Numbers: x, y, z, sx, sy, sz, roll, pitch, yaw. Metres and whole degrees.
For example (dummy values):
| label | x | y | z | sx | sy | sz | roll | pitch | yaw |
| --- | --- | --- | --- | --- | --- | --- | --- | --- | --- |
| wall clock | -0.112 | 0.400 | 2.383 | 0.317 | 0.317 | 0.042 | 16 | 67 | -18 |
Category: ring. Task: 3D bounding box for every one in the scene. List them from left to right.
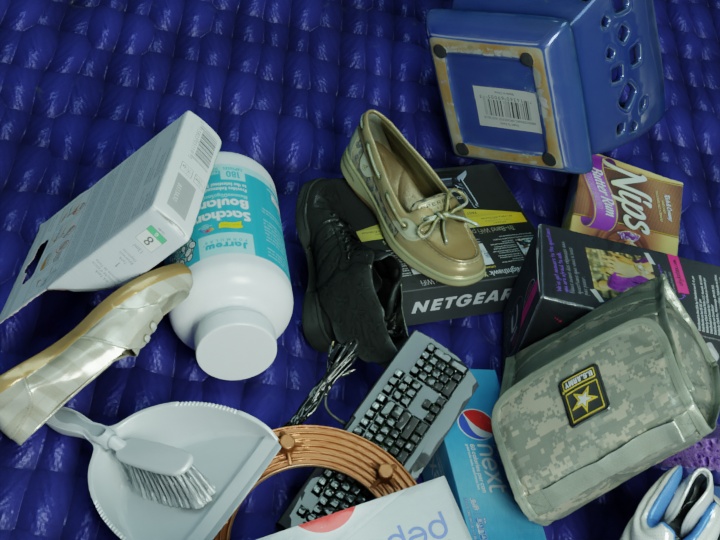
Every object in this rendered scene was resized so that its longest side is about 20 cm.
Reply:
| label | x | y | z | sx | sy | sz | roll | pitch | yaw |
| --- | --- | --- | --- | --- | --- | --- | --- | --- | --- |
| ring | -0.036 | 0.208 | 1.096 | 0.197 | 0.019 | 0.203 | 3 | 60 | -6 |

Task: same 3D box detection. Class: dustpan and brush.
| label | x | y | z | sx | sy | sz | roll | pitch | yaw |
| --- | --- | --- | --- | --- | --- | --- | --- | --- | --- |
| dustpan and brush | -0.178 | 0.144 | 1.118 | 0.198 | 0.058 | 0.140 | 9 | 48 | 39 |

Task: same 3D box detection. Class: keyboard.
| label | x | y | z | sx | sy | sz | roll | pitch | yaw |
| --- | --- | --- | --- | --- | --- | --- | --- | --- | --- |
| keyboard | -0.003 | 0.130 | 1.168 | 0.126 | 0.021 | 0.201 | 30 | 68 | 18 |

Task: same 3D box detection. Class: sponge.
| label | x | y | z | sx | sy | sz | roll | pitch | yaw |
| --- | --- | --- | --- | --- | --- | --- | --- | --- | --- |
| sponge | 0.303 | 0.149 | 1.206 | 0.110 | 0.200 | 0.030 | -1 | 87 | -21 |

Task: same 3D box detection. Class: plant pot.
| label | x | y | z | sx | sy | sz | roll | pitch | yaw |
| --- | --- | --- | --- | --- | --- | --- | --- | --- | --- |
| plant pot | 0.187 | -0.216 | 1.500 | 0.198 | 0.202 | 0.180 | 12 | 41 | 36 |

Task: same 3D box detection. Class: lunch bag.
| label | x | y | z | sx | sy | sz | roll | pitch | yaw |
| --- | --- | --- | --- | --- | --- | --- | --- | --- | --- |
| lunch bag | 0.199 | 0.108 | 1.156 | 0.118 | 0.163 | 0.200 | 56 | 19 | -10 |

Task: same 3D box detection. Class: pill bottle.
| label | x | y | z | sx | sy | sz | roll | pitch | yaw |
| --- | --- | --- | --- | --- | --- | --- | --- | --- | --- |
| pill bottle | -0.118 | -0.002 | 1.261 | 0.109 | 0.112 | 0.202 | 3 | 44 | -16 |

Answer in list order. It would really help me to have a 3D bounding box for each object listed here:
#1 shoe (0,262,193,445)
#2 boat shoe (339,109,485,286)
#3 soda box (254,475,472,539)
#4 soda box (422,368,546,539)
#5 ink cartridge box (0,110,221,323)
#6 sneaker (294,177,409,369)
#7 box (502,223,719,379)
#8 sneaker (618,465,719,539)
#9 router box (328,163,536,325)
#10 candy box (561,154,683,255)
| label | x | y | z | sx | sy | sz | roll | pitch | yaw |
| --- | --- | --- | --- | --- | --- | --- | --- | --- | --- |
| shoe | -0.211 | 0.065 | 1.151 | 0.199 | 0.070 | 0.054 | -35 | 83 | -18 |
| boat shoe | 0.049 | -0.067 | 1.343 | 0.073 | 0.063 | 0.200 | -20 | 55 | -36 |
| soda box | -0.018 | 0.219 | 1.043 | 0.197 | 0.064 | 0.069 | -16 | 62 | -17 |
| soda box | 0.095 | 0.176 | 1.183 | 0.067 | 0.065 | 0.202 | 3 | 44 | -16 |
| ink cartridge box | -0.214 | -0.033 | 1.226 | 0.050 | 0.199 | 0.162 | 43 | 28 | -22 |
| sneaker | -0.002 | -0.001 | 1.283 | 0.060 | 0.103 | 0.203 | 23 | 56 | -46 |
| box | 0.240 | 0.054 | 1.318 | 0.197 | 0.123 | 0.107 | 13 | 41 | -5 |
| sneaker | 0.273 | 0.202 | 1.154 | 0.080 | 0.148 | 0.199 | 40 | 48 | 24 |
| router box | 0.073 | -0.027 | 1.398 | 0.197 | 0.053 | 0.158 | -7 | 48 | -25 |
| candy box | 0.264 | -0.031 | 1.468 | 0.115 | 0.057 | 0.201 | 19 | 43 | 1 |
